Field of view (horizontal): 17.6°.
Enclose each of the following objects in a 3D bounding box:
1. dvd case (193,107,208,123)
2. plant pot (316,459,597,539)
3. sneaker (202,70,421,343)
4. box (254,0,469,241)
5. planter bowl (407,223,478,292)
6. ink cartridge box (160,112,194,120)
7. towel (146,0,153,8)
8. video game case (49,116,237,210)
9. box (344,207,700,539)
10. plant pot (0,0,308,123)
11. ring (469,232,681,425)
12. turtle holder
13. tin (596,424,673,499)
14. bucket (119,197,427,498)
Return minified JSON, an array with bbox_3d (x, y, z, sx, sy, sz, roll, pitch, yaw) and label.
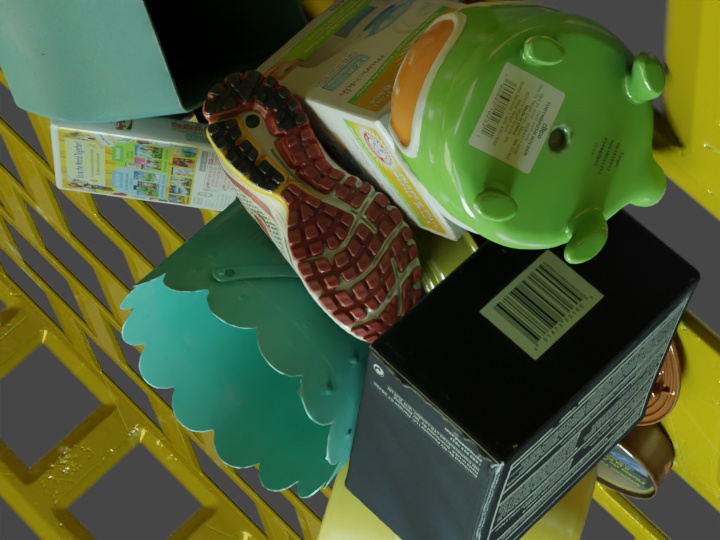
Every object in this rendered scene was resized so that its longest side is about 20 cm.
[{"bbox_3d":[-0.128,-0.199,1.771,0.201,0.017,0.143,68,160,4],"label":"dvd case"},{"bbox_3d":[0.075,0.181,1.789,0.188,0.202,0.201,18,161,4],"label":"plant pot"},{"bbox_3d":[-0.028,-0.039,1.513,0.201,0.078,0.082,56,171,7],"label":"sneaker"},{"bbox_3d":[0.030,-0.108,1.516,0.102,0.112,0.200,55,166,-26],"label":"box"},{"bbox_3d":[0.000,0.000,1.730,0.200,0.083,0.201,36,152,23],"label":"planter bowl"},{"bbox_3d":[-0.195,-0.192,1.895,0.176,0.045,0.200,50,-165,-3],"label":"ink cartridge box"},{"bbox_3d":[-0.194,-0.264,1.780,0.200,0.048,0.112,56,155,33],"label":"towel"},{"bbox_3d":[-0.147,-0.083,1.794,0.181,0.023,0.200,8,169,-5],"label":"video game case"},{"bbox_3d":[0.101,0.075,1.534,0.123,0.200,0.199,41,153,19],"label":"box"},{"bbox_3d":[-0.167,-0.186,1.640,0.199,0.141,0.142,-8,108,44],"label":"plant pot"},{"bbox_3d":[0.148,0.033,1.659,0.200,0.019,0.201,38,152,25],"label":"ring"},{"bbox_3d":[0.102,-0.091,1.350,0.132,0.185,0.142,28,124,52],"label":"turtle holder"},{"bbox_3d":[0.153,0.107,1.800,0.199,0.042,0.112,32,157,14],"label":"tin"},{"bbox_3d":[-0.053,0.043,1.616,0.207,0.135,0.208,34,153,20],"label":"bucket"}]
